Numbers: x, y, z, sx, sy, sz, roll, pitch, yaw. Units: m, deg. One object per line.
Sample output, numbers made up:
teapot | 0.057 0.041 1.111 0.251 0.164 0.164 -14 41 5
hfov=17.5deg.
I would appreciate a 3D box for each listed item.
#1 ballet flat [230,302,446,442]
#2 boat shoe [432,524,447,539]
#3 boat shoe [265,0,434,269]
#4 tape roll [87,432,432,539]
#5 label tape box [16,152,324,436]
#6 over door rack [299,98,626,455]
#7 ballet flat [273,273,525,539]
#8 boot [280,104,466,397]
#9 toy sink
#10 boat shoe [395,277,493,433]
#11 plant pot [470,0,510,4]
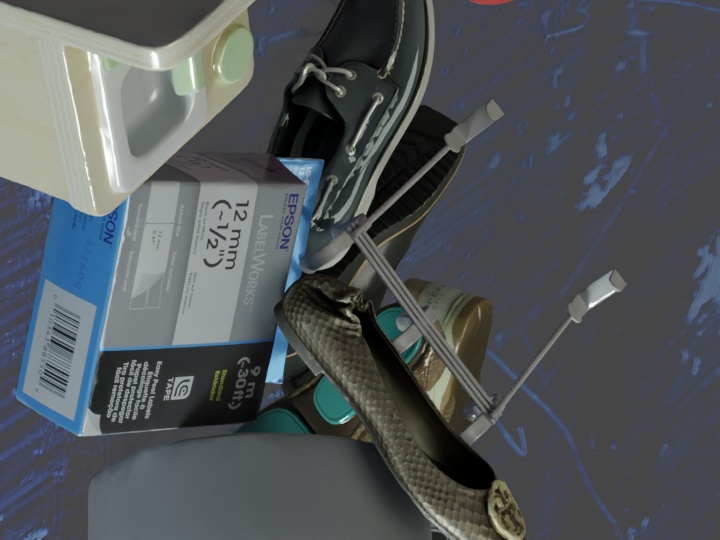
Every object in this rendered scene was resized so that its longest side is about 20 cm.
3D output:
ballet flat | -0.019 0.100 1.467 0.200 0.071 0.065 -39 151 13
boat shoe | 0.019 0.243 1.722 0.200 0.056 0.069 -28 130 -54
boat shoe | -0.013 -0.100 1.423 0.062 0.073 0.201 17 93 -54
tape roll | -0.058 0.155 1.356 0.200 0.199 0.066 47 37 -60
label tape box | -0.087 0.010 1.315 0.199 0.066 0.144 -1 108 -45
over door rack | 0.058 0.008 1.409 0.148 0.067 0.200 53 43 -5
ballet flat | 0.030 0.081 1.302 0.046 0.200 0.067 -40 177 17
boot | 0.000 0.000 1.526 0.200 0.077 0.139 -46 151 -17
toy sink | -0.124 -0.111 1.065 0.130 0.199 0.112 -48 145 -39
boat shoe | 0.044 0.081 1.654 0.074 0.066 0.201 -44 156 -43
plant pot | 0.029 -0.248 1.291 0.200 0.182 0.201 -38 139 -44
